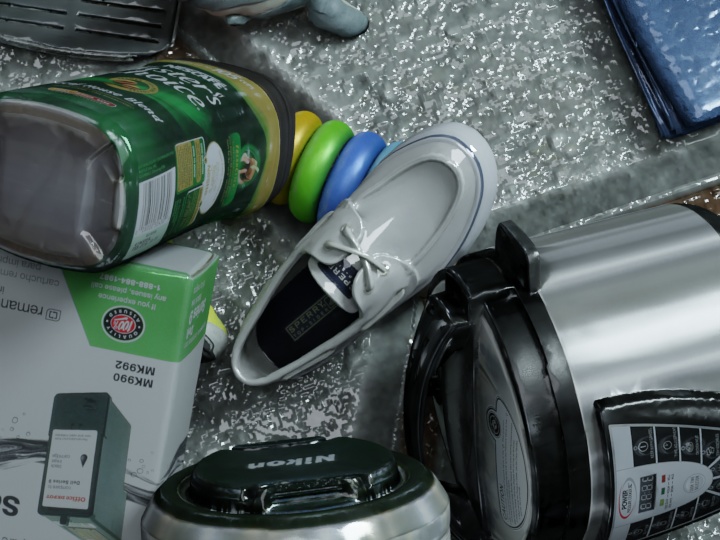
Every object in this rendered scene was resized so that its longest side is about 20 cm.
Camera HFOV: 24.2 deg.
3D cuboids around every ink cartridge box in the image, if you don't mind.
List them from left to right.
[{"bbox_3d":[-0.168,0.080,0.919,0.144,0.084,0.202,10,101,2],"label":"ink cartridge box"}]

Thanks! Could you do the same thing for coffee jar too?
[{"bbox_3d":[-0.115,-0.062,0.901,0.103,0.200,0.086,14,107,20],"label":"coffee jar"}]

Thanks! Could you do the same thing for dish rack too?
[{"bbox_3d":[-0.172,-0.234,1.063,0.151,0.055,0.202,7,75,0],"label":"dish rack"}]

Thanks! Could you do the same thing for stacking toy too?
[{"bbox_3d":[-0.028,-0.059,1.015,0.198,0.085,0.086,24,74,11],"label":"stacking toy"}]

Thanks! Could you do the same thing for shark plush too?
[{"bbox_3d":[-0.068,-0.200,1.023,0.198,0.083,0.092,-3,71,-21],"label":"shark plush"}]

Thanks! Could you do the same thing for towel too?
[{"bbox_3d":[0.206,-0.189,1.071,0.111,0.049,0.202,-21,76,-8],"label":"towel"}]

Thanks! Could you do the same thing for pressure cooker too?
[{"bbox_3d":[0.118,0.066,0.924,0.198,0.179,0.178,-12,78,-15],"label":"pressure cooker"}]

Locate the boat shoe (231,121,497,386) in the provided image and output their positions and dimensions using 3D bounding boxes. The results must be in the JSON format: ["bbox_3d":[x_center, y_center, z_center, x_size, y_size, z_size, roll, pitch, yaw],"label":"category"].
[{"bbox_3d":[0.000,0.000,0.942,0.074,0.065,0.200,43,119,6],"label":"boat shoe"}]

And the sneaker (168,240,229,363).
[{"bbox_3d":[-0.143,-0.030,0.997,0.076,0.075,0.200,-42,82,-12],"label":"sneaker"}]

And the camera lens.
[{"bbox_3d":[-0.029,0.196,0.868,0.158,0.160,0.203,-4,98,-4],"label":"camera lens"}]
